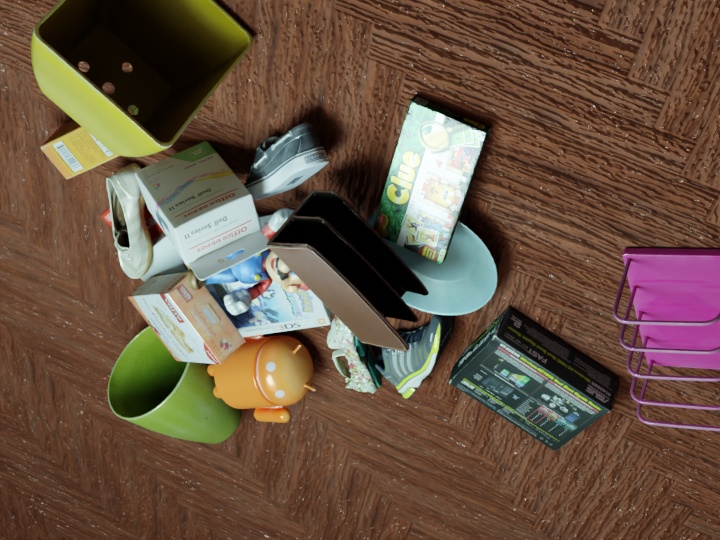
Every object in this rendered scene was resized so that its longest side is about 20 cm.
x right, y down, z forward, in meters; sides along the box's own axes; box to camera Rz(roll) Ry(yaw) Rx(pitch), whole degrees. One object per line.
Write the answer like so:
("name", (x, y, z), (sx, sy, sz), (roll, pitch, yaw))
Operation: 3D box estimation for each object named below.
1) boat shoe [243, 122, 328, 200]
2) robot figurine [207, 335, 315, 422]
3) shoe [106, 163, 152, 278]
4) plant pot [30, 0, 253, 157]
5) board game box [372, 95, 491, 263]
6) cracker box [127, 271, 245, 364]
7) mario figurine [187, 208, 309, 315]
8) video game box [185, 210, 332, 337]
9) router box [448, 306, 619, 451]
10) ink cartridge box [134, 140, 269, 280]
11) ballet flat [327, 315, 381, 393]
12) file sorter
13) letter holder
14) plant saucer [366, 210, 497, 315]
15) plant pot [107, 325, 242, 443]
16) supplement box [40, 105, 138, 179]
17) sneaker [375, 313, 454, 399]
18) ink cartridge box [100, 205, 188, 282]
("boat shoe", (-0.111, -0.145, 1.451), (0.200, 0.071, 0.068), (-24, 85, 60))
("robot figurine", (-0.159, 0.164, 1.767), (0.199, 0.145, 0.116), (-9, 149, 38))
("shoe", (-0.359, -0.069, 1.652), (0.070, 0.053, 0.201), (29, 131, 30))
("plant pot", (-0.291, -0.258, 1.348), (0.200, 0.201, 0.176), (41, 151, -15))
("board game box", (0.086, -0.110, 1.359), (0.104, 0.023, 0.201), (25, 126, 13))
("cracker box", (-0.269, 0.074, 1.654), (0.134, 0.058, 0.200), (55, 154, -15))
("mario figurine", (-0.141, -0.014, 1.495), (0.198, 0.106, 0.124), (1, 129, 5))
("video game box", (-0.153, 0.012, 1.617), (0.181, 0.047, 0.201), (-10, 130, 12))
("router box", (0.247, 0.158, 1.557), (0.199, 0.062, 0.150), (33, 141, -4))
("ink cartridge box", (-0.212, -0.084, 1.458), (0.200, 0.116, 0.068), (48, 158, 44))
("ballet flat", (-0.016, 0.120, 1.661), (0.063, 0.076, 0.201), (-6, 130, 12))
("file sorter", (0.399, 0.089, 1.341), (0.138, 0.126, 0.201), (1, 133, 29))
("letter holder", (0.000, 0.000, 1.403), (0.200, 0.101, 0.142), (46, 163, -22))
("plant saucer", (0.096, -0.023, 1.474), (0.199, 0.039, 0.202), (17, 140, 15))
("plant pot", (-0.300, 0.215, 1.879), (0.186, 0.188, 0.200), (-7, 144, 36))
("supplement box", (-0.367, -0.195, 1.548), (0.199, 0.067, 0.069), (-13, 122, 39))
("sneaker", (0.076, 0.119, 1.614), (0.081, 0.074, 0.200), (32, 139, 2))
("ink cartridge box", (-0.307, -0.050, 1.685), (0.173, 0.044, 0.199), (42, 139, -17))
